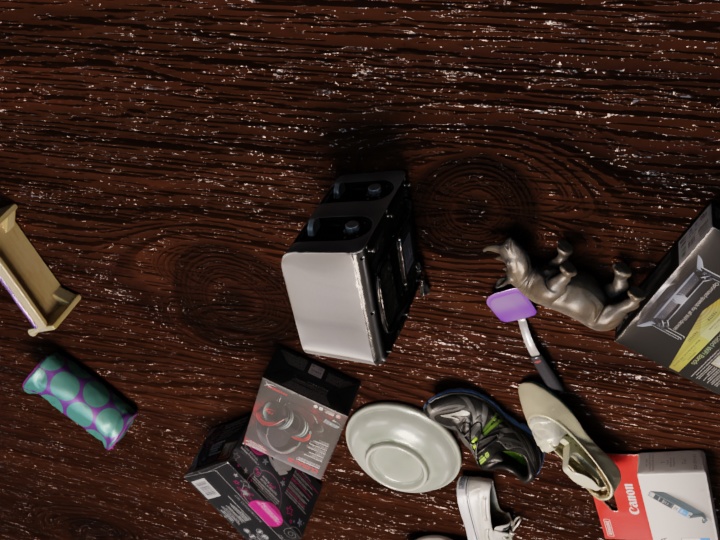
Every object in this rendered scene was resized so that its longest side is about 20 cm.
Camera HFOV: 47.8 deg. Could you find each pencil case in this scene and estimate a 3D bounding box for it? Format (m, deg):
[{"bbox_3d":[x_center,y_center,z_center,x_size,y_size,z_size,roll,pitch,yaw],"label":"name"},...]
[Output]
[{"bbox_3d":[-0.504,0.235,1.465,0.199,0.086,0.093,40,115,-10],"label":"pencil case"}]

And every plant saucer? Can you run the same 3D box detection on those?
[{"bbox_3d":[0.063,0.300,1.304,0.195,0.051,0.204,11,130,13],"label":"plant saucer"}]

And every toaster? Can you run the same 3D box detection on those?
[{"bbox_3d":[0.000,0.000,1.006,0.116,0.182,0.204,4,128,22],"label":"toaster"}]

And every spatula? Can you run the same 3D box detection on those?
[{"bbox_3d":[0.230,0.099,1.092,0.055,0.021,0.202,-15,120,31],"label":"spatula"}]

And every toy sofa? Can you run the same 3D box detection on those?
[{"bbox_3d":[-0.551,0.002,1.300,0.095,0.084,0.203,-9,123,27],"label":"toy sofa"}]

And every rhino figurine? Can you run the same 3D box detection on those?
[{"bbox_3d":[0.241,0.013,0.994,0.196,0.060,0.089,22,137,8],"label":"rhino figurine"}]

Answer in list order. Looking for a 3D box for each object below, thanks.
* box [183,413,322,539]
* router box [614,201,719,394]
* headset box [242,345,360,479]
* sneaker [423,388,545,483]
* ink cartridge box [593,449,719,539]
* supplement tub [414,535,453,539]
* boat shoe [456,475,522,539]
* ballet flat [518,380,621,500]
[{"bbox_3d":[-0.185,0.369,1.419,0.131,0.116,0.201,-24,114,37],"label":"box"},{"bbox_3d":[0.416,0.040,0.945,0.155,0.053,0.202,27,132,0],"label":"router box"},{"bbox_3d":[-0.099,0.237,1.303,0.146,0.076,0.202,24,132,2],"label":"headset box"},{"bbox_3d":[0.182,0.241,1.184,0.197,0.083,0.071,31,132,-3],"label":"sneaker"},{"bbox_3d":[0.429,0.350,1.195,0.172,0.045,0.203,-8,123,26],"label":"ink cartridge box"},{"bbox_3d":[0.142,0.586,1.435,0.141,0.146,0.203,-2,126,24],"label":"supplement tub"},{"bbox_3d":[0.222,0.417,1.322,0.084,0.075,0.206,-7,114,24],"label":"boat shoe"},{"bbox_3d":[0.287,0.242,1.133,0.200,0.070,0.069,44,131,-3],"label":"ballet flat"}]
